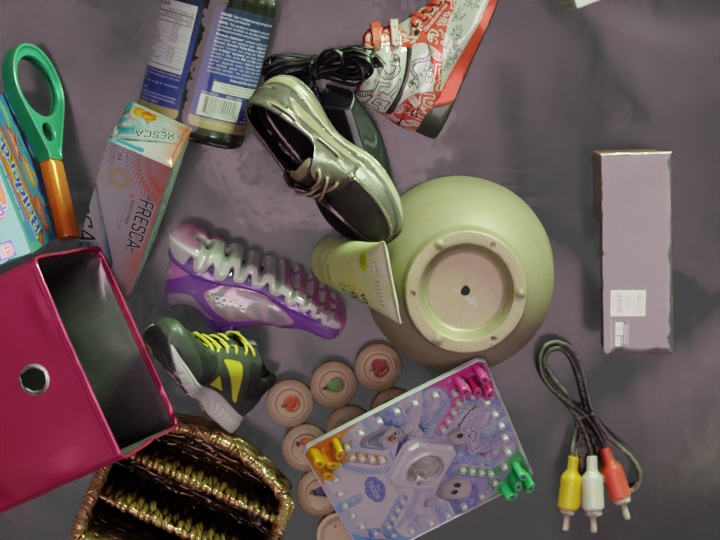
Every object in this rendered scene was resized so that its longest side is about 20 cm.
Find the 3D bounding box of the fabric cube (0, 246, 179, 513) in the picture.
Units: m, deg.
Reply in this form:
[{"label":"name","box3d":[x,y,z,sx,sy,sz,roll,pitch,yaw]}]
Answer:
[{"label":"fabric cube","box3d":[-0.316,0.109,1.501,0.198,0.200,0.197,-24,89,9]}]

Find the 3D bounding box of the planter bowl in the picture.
[{"label":"planter bowl","box3d":[0.102,0.011,1.603,0.198,0.135,0.202,0,98,-1]}]

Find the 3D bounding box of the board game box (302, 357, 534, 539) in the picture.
[{"label":"board game box","box3d":[0.065,0.200,1.619,0.199,0.026,0.201,-27,132,-1]}]

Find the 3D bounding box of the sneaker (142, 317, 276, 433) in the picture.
[{"label":"sneaker","box3d":[-0.147,0.085,1.598,0.085,0.200,0.074,-42,60,-6]}]

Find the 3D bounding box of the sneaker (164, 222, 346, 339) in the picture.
[{"label":"sneaker","box3d":[-0.113,0.029,1.638,0.199,0.081,0.089,23,110,-6]}]

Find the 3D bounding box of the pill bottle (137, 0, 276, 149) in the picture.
[{"label":"pill bottle","box3d":[-0.146,-0.228,1.581,0.111,0.112,0.201,15,97,-2]}]

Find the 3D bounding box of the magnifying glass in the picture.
[{"label":"magnifying glass","box3d":[-0.310,-0.128,1.594,0.022,0.079,0.202,-17,81,23]}]

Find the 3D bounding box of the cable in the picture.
[{"label":"cable","box3d":[0.238,0.167,1.665,0.096,0.050,0.202,-11,99,1]}]

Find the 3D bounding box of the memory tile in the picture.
[{"label":"memory tile","box3d":[-0.003,0.188,1.679,0.152,0.017,0.201,-20,98,-2]}]

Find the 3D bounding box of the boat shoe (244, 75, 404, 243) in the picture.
[{"label":"boat shoe","box3d":[-0.042,-0.097,1.562,0.200,0.073,0.075,47,131,6]}]

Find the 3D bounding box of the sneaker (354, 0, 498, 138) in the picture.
[{"label":"sneaker","box3d":[0.066,-0.242,1.601,0.107,0.067,0.203,22,100,-5]}]

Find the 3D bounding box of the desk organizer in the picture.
[{"label":"desk organizer","box3d":[0.272,-0.021,1.626,0.071,0.077,0.202,-2,98,0]}]

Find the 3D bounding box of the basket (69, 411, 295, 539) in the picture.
[{"label":"basket","box3d":[-0.170,0.233,1.626,0.199,0.149,0.143,26,97,-3]}]

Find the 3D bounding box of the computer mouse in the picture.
[{"label":"computer mouse","box3d":[-0.012,-0.129,1.608,0.138,0.053,0.201,-3,111,36]}]

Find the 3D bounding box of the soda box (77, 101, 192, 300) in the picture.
[{"label":"soda box","box3d":[-0.226,-0.065,1.575,0.068,0.064,0.201,23,134,-2]}]

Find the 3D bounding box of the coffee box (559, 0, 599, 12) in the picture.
[{"label":"coffee box","box3d":[0.204,-0.359,1.563,0.079,0.113,0.201,-20,97,3]}]

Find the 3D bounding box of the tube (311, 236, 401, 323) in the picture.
[{"label":"tube","box3d":[0.000,0.000,1.556,0.058,0.200,0.052,37,85,-18]}]

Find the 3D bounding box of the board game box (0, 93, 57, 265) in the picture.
[{"label":"board game box","box3d":[-0.342,-0.092,1.555,0.045,0.200,0.153,-19,98,3]}]
